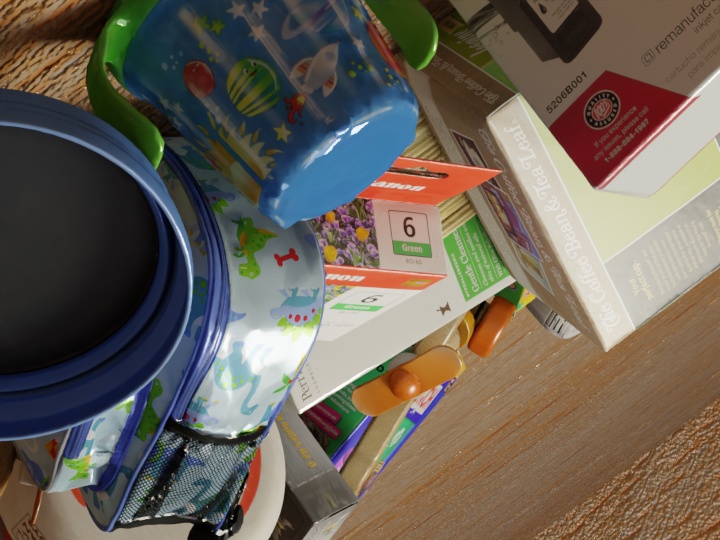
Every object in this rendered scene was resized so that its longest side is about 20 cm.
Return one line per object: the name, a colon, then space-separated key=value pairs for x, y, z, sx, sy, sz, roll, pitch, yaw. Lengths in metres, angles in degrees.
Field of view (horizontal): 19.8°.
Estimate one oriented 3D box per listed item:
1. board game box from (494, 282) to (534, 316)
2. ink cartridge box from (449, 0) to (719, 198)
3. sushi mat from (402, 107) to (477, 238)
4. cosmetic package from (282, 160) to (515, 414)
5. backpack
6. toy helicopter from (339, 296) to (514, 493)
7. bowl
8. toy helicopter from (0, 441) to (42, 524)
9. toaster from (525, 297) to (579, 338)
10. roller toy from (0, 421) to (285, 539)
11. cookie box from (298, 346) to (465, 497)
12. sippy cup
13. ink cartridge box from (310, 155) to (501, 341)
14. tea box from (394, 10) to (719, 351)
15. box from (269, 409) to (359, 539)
board game box: x=0.109 y=-0.041 z=1.569 sx=0.030 sy=0.096 sz=0.200 roll=-32 pitch=162 yaw=-20
ink cartridge box: x=0.135 y=-0.162 z=1.132 sx=0.145 sy=0.200 sz=0.083 roll=-45 pitch=158 yaw=24
sushi mat: x=0.059 y=-0.080 z=1.369 sx=0.200 sy=0.096 sz=0.012 roll=-36 pitch=-159 yaw=-21
cosmetic package: x=0.000 y=0.000 z=1.401 sx=0.200 sy=0.108 sz=0.085 roll=-32 pitch=-159 yaw=-23
backpack: x=-0.117 y=0.028 z=1.151 sx=0.147 sy=0.183 sz=0.200 roll=6 pitch=129 yaw=-37
toy helicopter: x=0.035 y=0.092 z=1.570 sx=0.200 sy=0.079 sz=0.132 roll=-60 pitch=178 yaw=15
bowl: x=-0.181 y=-0.002 z=0.996 sx=0.200 sy=0.039 sz=0.201 roll=-4 pitch=130 yaw=-5
toy helicopter: x=-0.220 y=0.136 z=1.184 sx=0.132 sy=0.200 sz=0.079 roll=-9 pitch=152 yaw=-24
toaster: x=0.169 y=-0.036 z=1.650 sx=0.114 sy=0.129 sz=0.200 roll=-26 pitch=160 yaw=-32
roller toy: x=-0.147 y=0.135 z=1.326 sx=0.182 sy=0.200 sz=0.140 roll=15 pitch=150 yaw=-21
cookie box: x=-0.007 y=0.118 z=1.721 sx=0.200 sy=0.075 sz=0.171 roll=-51 pitch=164 yaw=-6
sippy cup: x=-0.042 y=-0.099 z=1.051 sx=0.178 sy=0.130 sz=0.140 roll=-36 pitch=163 yaw=-3
ink cartridge box: x=-0.012 y=-0.011 z=1.227 sx=0.109 sy=0.050 sz=0.200 roll=5 pitch=159 yaw=-33
tea box: x=0.163 y=-0.097 z=1.315 sx=0.197 sy=0.134 sz=0.200 roll=-36 pitch=124 yaw=-9
box: x=-0.099 y=0.174 z=1.605 sx=0.048 sy=0.158 sz=0.200 roll=-23 pitch=157 yaw=-40
